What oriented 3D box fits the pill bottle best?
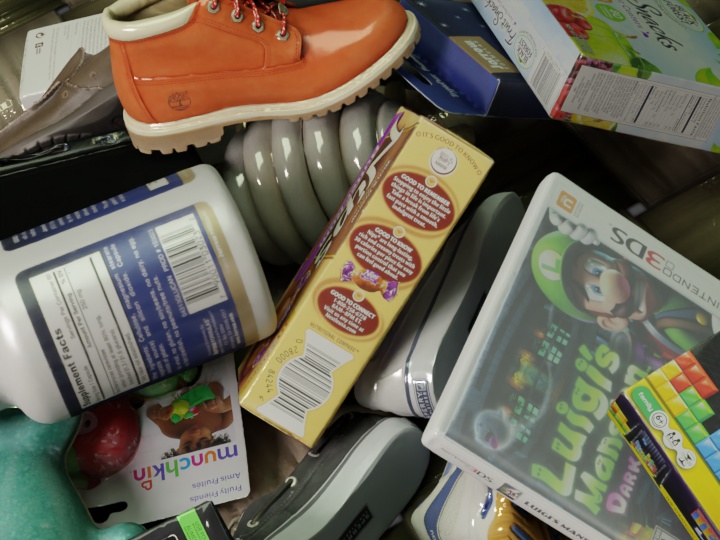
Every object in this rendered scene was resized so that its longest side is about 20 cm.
[{"bbox_3d":[-0.159,0.022,1.099,0.200,0.111,0.111,-22,45,-8],"label":"pill bottle"}]

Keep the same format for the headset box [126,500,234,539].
[{"bbox_3d":[-0.114,0.234,0.973,0.200,0.093,0.174,-25,83,-7],"label":"headset box"}]

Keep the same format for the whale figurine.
[{"bbox_3d":[-0.202,0.162,1.092,0.159,0.104,0.200,-7,66,10],"label":"whale figurine"}]

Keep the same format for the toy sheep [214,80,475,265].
[{"bbox_3d":[-0.019,-0.069,1.257,0.200,0.138,0.138,-17,43,26],"label":"toy sheep"}]

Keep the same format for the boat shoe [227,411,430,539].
[{"bbox_3d":[-0.042,0.153,1.101,0.066,0.070,0.200,18,55,39],"label":"boat shoe"}]

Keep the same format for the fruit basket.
[{"bbox_3d":[-0.170,0.076,1.200,0.185,0.094,0.200,-14,49,6],"label":"fruit basket"}]

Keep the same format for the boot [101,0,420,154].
[{"bbox_3d":[-0.064,-0.150,1.192,0.200,0.107,0.075,-17,37,-1],"label":"boot"}]

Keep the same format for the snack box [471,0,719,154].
[{"bbox_3d":[0.160,-0.157,1.243,0.142,0.053,0.200,10,32,-26],"label":"snack box"}]

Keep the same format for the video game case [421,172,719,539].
[{"bbox_3d":[0.148,0.065,1.072,0.182,0.023,0.200,32,56,-7],"label":"video game case"}]

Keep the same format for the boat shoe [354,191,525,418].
[{"bbox_3d":[0.051,0.016,1.181,0.065,0.074,0.200,-1,32,26],"label":"boat shoe"}]

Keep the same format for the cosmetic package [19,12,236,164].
[{"bbox_3d":[-0.135,-0.136,1.376,0.200,0.108,0.085,-13,44,9],"label":"cosmetic package"}]

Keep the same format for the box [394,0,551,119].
[{"bbox_3d":[0.107,-0.141,1.272,0.200,0.032,0.121,-2,34,-36],"label":"box"}]

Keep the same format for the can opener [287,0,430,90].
[{"bbox_3d":[0.001,-0.162,1.302,0.067,0.200,0.053,-23,69,48],"label":"can opener"}]

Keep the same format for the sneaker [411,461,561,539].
[{"bbox_3d":[0.091,0.085,1.112,0.088,0.075,0.200,-11,34,41],"label":"sneaker"}]

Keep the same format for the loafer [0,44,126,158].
[{"bbox_3d":[-0.182,-0.111,1.298,0.200,0.073,0.071,-30,51,17],"label":"loafer"}]

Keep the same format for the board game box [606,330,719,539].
[{"bbox_3d":[0.254,0.108,0.984,0.165,0.057,0.200,-32,77,-9],"label":"board game box"}]

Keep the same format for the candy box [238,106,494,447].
[{"bbox_3d":[0.000,0.000,1.138,0.200,0.056,0.117,-59,7,5],"label":"candy box"}]

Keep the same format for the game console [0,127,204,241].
[{"bbox_3d":[-0.198,-0.020,1.240,0.200,0.176,0.116,-14,60,-12],"label":"game console"}]
